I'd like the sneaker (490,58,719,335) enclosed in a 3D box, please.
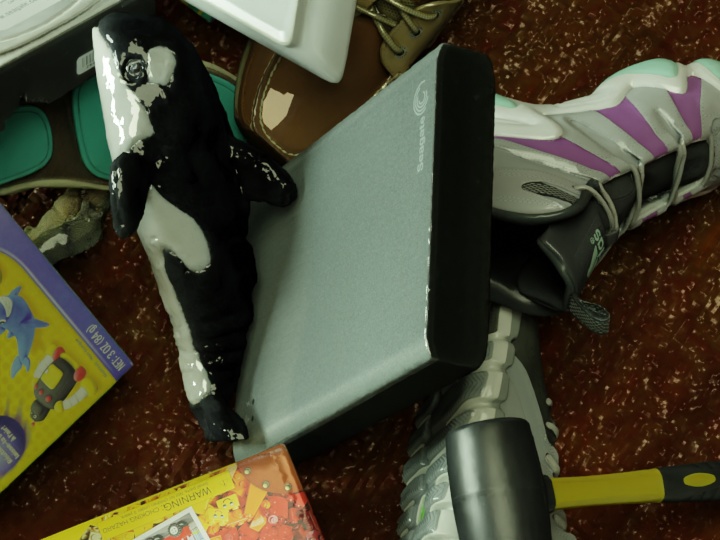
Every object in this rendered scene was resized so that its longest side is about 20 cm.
[{"bbox_3d":[0.110,-0.024,1.168,0.198,0.078,0.140,-9,41,-2],"label":"sneaker"}]

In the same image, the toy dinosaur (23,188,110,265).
[{"bbox_3d":[-0.205,0.017,1.219,0.088,0.047,0.200,37,80,8],"label":"toy dinosaur"}]

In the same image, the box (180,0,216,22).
[{"bbox_3d":[-0.026,-0.222,1.195,0.048,0.201,0.117,36,44,15],"label":"box"}]

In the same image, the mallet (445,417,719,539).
[{"bbox_3d":[0.123,0.086,1.136,0.199,0.041,0.066,-9,77,-32],"label":"mallet"}]

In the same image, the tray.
[{"bbox_3d":[-0.084,-0.169,1.178,0.199,0.108,0.022,31,43,23],"label":"tray"}]

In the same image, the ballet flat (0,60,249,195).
[{"bbox_3d":[-0.149,-0.070,1.226,0.199,0.069,0.070,-7,68,-27],"label":"ballet flat"}]

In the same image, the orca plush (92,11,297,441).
[{"bbox_3d":[-0.065,-0.023,1.165,0.071,0.105,0.202,-11,85,15],"label":"orca plush"}]

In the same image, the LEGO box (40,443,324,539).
[{"bbox_3d":[-0.096,0.188,1.133,0.199,0.077,0.150,-22,70,-5],"label":"LEGO box"}]

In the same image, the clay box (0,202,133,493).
[{"bbox_3d":[-0.213,0.068,1.165,0.200,0.115,0.048,-45,30,-12],"label":"clay box"}]

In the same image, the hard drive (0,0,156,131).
[{"bbox_3d":[-0.215,-0.131,1.215,0.199,0.038,0.139,25,41,30],"label":"hard drive"}]

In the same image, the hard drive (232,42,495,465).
[{"bbox_3d":[0.000,0.000,1.135,0.033,0.200,0.141,12,68,-24],"label":"hard drive"}]

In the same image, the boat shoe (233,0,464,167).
[{"bbox_3d":[0.013,-0.138,1.233,0.076,0.074,0.201,38,75,-13],"label":"boat shoe"}]

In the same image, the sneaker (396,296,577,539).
[{"bbox_3d":[0.079,0.112,1.165,0.115,0.075,0.201,23,61,-13],"label":"sneaker"}]
